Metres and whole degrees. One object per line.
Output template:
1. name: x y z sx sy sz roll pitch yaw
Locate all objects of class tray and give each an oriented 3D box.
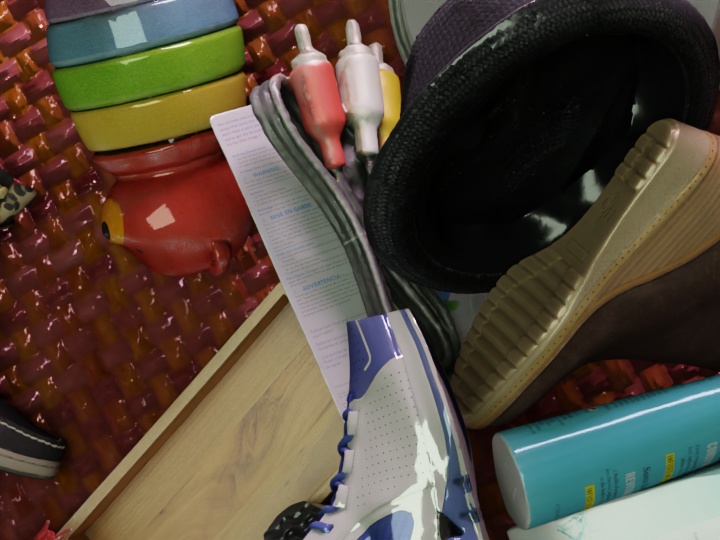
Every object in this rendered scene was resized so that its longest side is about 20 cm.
1. tray: -0.068 0.110 1.263 0.099 0.037 0.200 43 99 9

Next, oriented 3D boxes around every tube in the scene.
1. tube: 0.167 0.078 1.148 0.200 0.077 0.050 -16 71 -11

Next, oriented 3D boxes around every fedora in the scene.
1. fedora: 0.079 -0.084 1.143 0.201 0.201 0.092 -36 49 12

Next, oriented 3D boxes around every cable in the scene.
1. cable: 0.004 -0.037 1.173 0.050 0.097 0.200 -33 67 34

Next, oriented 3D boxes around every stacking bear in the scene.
1. stacking bear: -0.113 -0.093 1.233 0.114 0.121 0.200 -18 101 -27

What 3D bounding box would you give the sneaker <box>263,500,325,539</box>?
1. sneaker: 0.014 0.216 1.221 0.070 0.093 0.200 -37 72 8

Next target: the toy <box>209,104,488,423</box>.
1. toy: 0.000 0.000 1.222 0.200 0.115 0.047 64 147 12

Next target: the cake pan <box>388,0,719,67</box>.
1. cake pan: 0.109 -0.155 1.212 0.200 0.037 0.200 0 91 13

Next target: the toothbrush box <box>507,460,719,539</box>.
1. toothbrush box: 0.195 0.171 1.177 0.200 0.085 0.146 -17 87 14

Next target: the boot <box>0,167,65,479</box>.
1. boot: -0.228 0.014 1.275 0.200 0.073 0.151 31 86 -5

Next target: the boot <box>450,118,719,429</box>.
1. boot: 0.160 0.033 1.158 0.166 0.072 0.200 32 106 -28

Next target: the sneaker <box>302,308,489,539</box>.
1. sneaker: 0.002 0.122 1.099 0.115 0.081 0.199 -15 78 5

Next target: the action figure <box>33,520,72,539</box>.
1. action figure: -0.241 0.138 1.261 0.200 0.065 0.099 29 107 -21
